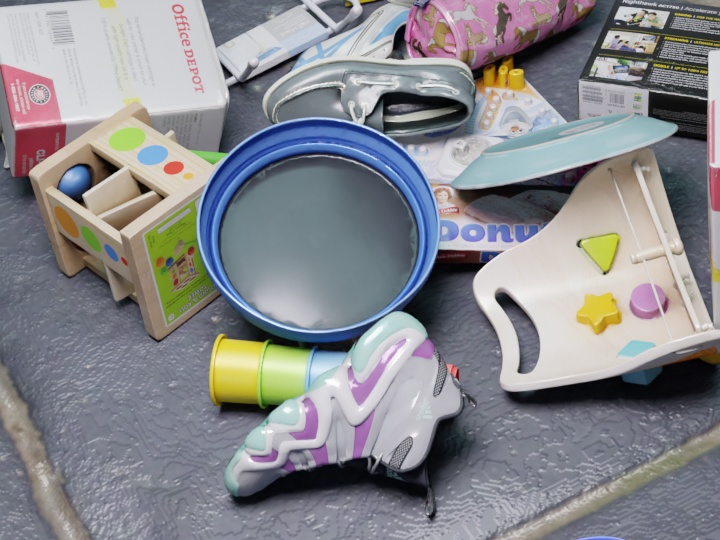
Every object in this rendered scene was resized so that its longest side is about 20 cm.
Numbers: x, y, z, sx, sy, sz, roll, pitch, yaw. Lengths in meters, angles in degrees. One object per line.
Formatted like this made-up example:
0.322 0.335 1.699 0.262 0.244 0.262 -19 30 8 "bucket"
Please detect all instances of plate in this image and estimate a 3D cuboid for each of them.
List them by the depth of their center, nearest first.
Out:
0.171 -0.107 1.465 0.200 0.026 0.200 -16 8 2 "plate"

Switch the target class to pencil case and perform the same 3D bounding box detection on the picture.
0.137 -0.252 1.672 0.200 0.083 0.087 -24 87 -31 "pencil case"

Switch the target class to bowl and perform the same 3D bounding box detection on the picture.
-0.034 -0.032 1.416 0.200 0.039 0.201 1 64 -1 "bowl"

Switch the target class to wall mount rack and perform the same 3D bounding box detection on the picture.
-0.083 -0.241 1.708 0.200 0.075 0.174 -30 42 -13 "wall mount rack"

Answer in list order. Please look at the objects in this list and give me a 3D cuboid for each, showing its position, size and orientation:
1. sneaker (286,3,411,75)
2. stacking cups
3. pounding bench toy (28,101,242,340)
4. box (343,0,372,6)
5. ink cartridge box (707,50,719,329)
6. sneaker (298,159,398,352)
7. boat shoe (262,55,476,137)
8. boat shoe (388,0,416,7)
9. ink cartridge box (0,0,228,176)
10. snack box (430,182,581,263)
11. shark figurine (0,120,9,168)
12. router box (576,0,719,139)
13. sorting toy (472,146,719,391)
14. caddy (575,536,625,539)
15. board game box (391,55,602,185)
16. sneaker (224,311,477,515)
-0.004 -0.194 1.663 0.072 0.072 0.200 27 55 38 "sneaker"
-0.020 0.084 1.394 0.199 0.061 0.061 1 45 9 "stacking cups"
-0.167 -0.070 1.526 0.200 0.124 0.156 -38 51 -27 "pounding bench toy"
0.048 -0.395 1.765 0.175 0.200 0.097 -12 45 -5 "box"
0.323 -0.058 1.386 0.083 0.200 0.145 -2 45 12 "ink cartridge box"
0.000 0.000 1.479 0.075 0.082 0.200 31 65 -9 "sneaker"
0.010 -0.154 1.585 0.199 0.073 0.062 -6 41 -4 "boat shoe"
0.107 -0.317 1.731 0.201 0.072 0.060 -16 67 -19 "boat shoe"
-0.238 -0.176 1.614 0.200 0.083 0.145 -7 58 -16 "ink cartridge box"
0.151 -0.040 1.494 0.199 0.024 0.072 1 57 0 "snack box"
-0.375 -0.145 1.663 0.128 0.090 0.214 28 53 33 "shark figurine"
0.321 -0.190 1.623 0.200 0.051 0.149 11 46 19 "router box"
0.187 0.026 1.402 0.180 0.107 0.200 -18 52 6 "sorting toy"
0.135 0.271 1.154 0.200 0.105 0.141 -31 71 -21 "caddy"
0.104 -0.110 1.595 0.200 0.026 0.200 -23 46 -15 "board game box"
0.001 0.143 1.325 0.200 0.078 0.140 -41 85 9 "sneaker"
